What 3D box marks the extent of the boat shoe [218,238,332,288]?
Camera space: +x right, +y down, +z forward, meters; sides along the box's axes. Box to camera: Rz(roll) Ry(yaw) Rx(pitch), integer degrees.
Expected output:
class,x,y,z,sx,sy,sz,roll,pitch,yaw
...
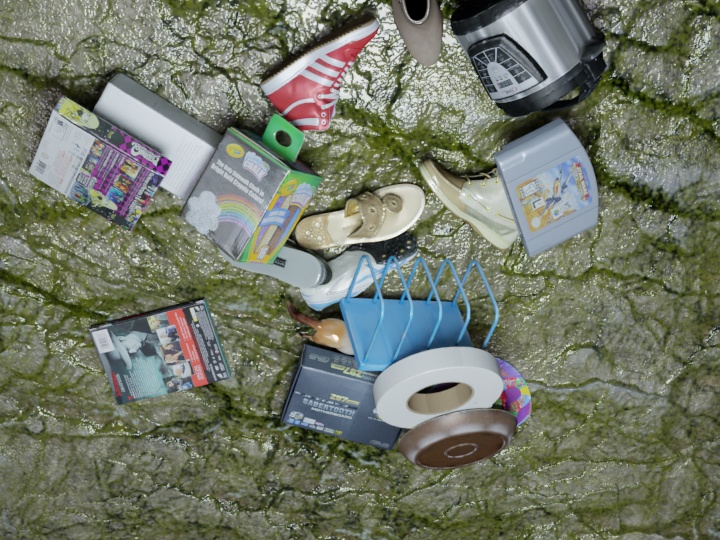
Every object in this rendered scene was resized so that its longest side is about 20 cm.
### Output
class,x,y,z,sx,sy,sz,roll,pitch,yaw
boat shoe,-0.135,-0.022,1.762,0.198,0.064,0.071,26,97,20

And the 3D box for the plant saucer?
class,x,y,z,sx,sy,sz,roll,pitch,yaw
plant saucer,0.159,0.277,1.838,0.197,0.032,0.201,-8,150,-5

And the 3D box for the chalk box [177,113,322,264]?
class,x,y,z,sx,sy,sz,roll,pitch,yaw
chalk box,-0.148,-0.126,1.670,0.124,0.124,0.201,36,100,18

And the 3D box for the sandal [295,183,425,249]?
class,x,y,z,sx,sy,sz,roll,pitch,yaw
sandal,-0.002,-0.077,1.736,0.209,0.070,0.079,-16,89,9

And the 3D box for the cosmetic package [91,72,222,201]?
class,x,y,z,sx,sy,sz,roll,pitch,yaw
cosmetic package,-0.302,-0.195,1.698,0.199,0.074,0.102,33,110,-10

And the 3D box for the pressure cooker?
class,x,y,z,sx,sy,sz,roll,pitch,yaw
pressure cooker,0.242,-0.311,1.588,0.177,0.176,0.201,-32,111,10

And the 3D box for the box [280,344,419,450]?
class,x,y,z,sx,sy,sz,roll,pitch,yaw
box,-0.018,0.208,1.850,0.197,0.051,0.159,15,135,-7

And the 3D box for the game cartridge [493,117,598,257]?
class,x,y,z,sx,sy,sz,roll,pitch,yaw
game cartridge,0.280,-0.121,1.683,0.132,0.042,0.201,-24,130,3

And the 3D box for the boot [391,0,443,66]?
class,x,y,z,sx,sy,sz,roll,pitch,yaw
boot,0.076,-0.365,1.581,0.069,0.147,0.202,-16,113,5

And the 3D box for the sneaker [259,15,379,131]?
class,x,y,z,sx,sy,sz,roll,pitch,yaw
sneaker,-0.038,-0.278,1.660,0.198,0.071,0.113,-28,106,20

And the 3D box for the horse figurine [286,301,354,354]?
class,x,y,z,sx,sy,sz,roll,pitch,yaw
horse figurine,-0.024,0.105,1.790,0.198,0.132,0.051,22,79,-16

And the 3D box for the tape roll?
class,x,y,z,sx,sy,sz,roll,pitch,yaw
tape roll,0.118,0.179,1.728,0.200,0.037,0.204,-9,148,-5

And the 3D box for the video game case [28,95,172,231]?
class,x,y,z,sx,sy,sz,roll,pitch,yaw
video game case,-0.385,-0.151,1.676,0.180,0.036,0.200,31,148,-11

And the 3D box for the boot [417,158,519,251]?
class,x,y,z,sx,sy,sz,roll,pitch,yaw
boot,0.198,-0.140,1.717,0.199,0.072,0.155,36,110,-21

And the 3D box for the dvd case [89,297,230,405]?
class,x,y,z,sx,sy,sz,roll,pitch,yaw
dvd case,-0.326,0.133,1.866,0.197,0.022,0.148,-15,112,5

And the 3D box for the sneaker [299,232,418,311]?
class,x,y,z,sx,sy,sz,roll,pitch,yaw
sneaker,0.000,0.000,1.789,0.198,0.072,0.073,-25,142,5

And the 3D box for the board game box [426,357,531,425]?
class,x,y,z,sx,sy,sz,roll,pitch,yaw
board game box,0.189,0.238,1.895,0.158,0.039,0.200,42,108,-16

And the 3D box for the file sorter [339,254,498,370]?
class,x,y,z,sx,sy,sz,roll,pitch,yaw
file sorter,0.089,0.059,1.723,0.197,0.140,0.124,2,132,-20
